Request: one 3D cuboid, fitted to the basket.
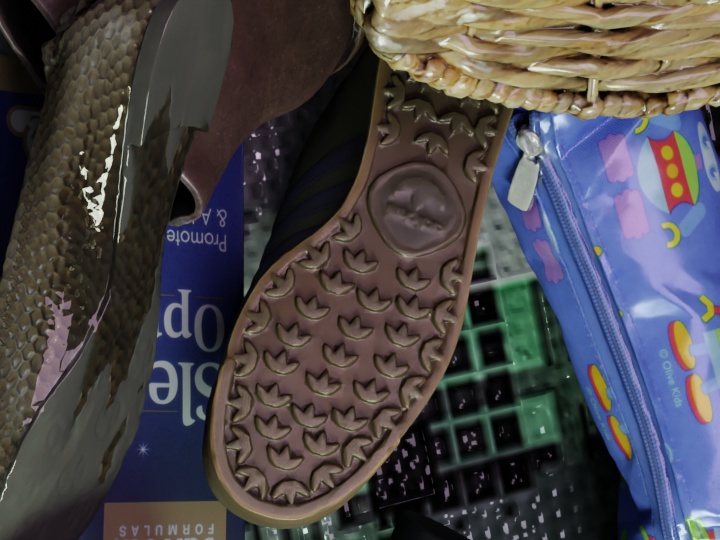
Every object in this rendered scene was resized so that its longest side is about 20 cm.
[{"bbox_3d":[0.080,-0.141,0.801,0.199,0.149,0.143,-6,123,-15],"label":"basket"}]

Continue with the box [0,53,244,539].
[{"bbox_3d":[-0.090,0.035,0.806,0.121,0.032,0.201,4,85,-43],"label":"box"}]

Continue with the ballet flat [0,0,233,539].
[{"bbox_3d":[-0.087,0.002,0.733,0.067,0.046,0.200,-13,122,-64],"label":"ballet flat"}]

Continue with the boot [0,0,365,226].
[{"bbox_3d":[-0.069,-0.133,0.793,0.200,0.072,0.166,57,39,-17],"label":"boot"}]

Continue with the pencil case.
[{"bbox_3d":[0.102,0.011,0.899,0.087,0.078,0.200,-27,99,-49],"label":"pencil case"}]

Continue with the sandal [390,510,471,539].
[{"bbox_3d":[0.102,0.128,0.891,0.200,0.075,0.045,33,87,-20],"label":"sandal"}]

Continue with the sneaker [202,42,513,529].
[{"bbox_3d":[0.000,0.000,0.838,0.067,0.090,0.201,24,71,-4],"label":"sneaker"}]
